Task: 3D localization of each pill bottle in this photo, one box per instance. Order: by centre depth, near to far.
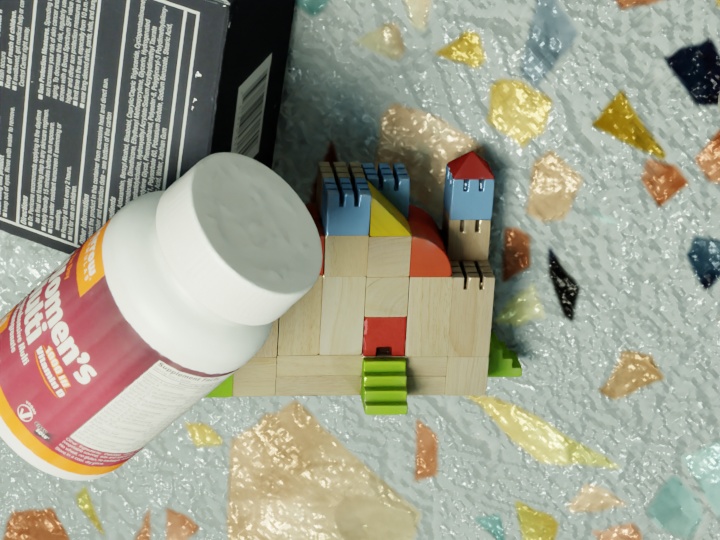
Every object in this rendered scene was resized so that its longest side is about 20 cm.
[{"bbox_3d":[-0.117,0.025,1.567,0.110,0.110,0.200,47,127,-4],"label":"pill bottle"}]

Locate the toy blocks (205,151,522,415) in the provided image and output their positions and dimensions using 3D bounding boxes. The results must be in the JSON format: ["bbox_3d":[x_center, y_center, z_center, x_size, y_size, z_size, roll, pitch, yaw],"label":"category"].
[{"bbox_3d":[0.000,0.000,1.633,0.198,0.100,0.138,0,114,-7],"label":"toy blocks"}]

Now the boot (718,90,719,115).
[{"bbox_3d":[0.251,-0.031,1.475,0.181,0.073,0.200,21,161,-1],"label":"boot"}]

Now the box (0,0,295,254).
[{"bbox_3d":[-0.152,-0.122,1.640,0.197,0.123,0.201,19,124,13],"label":"box"}]
